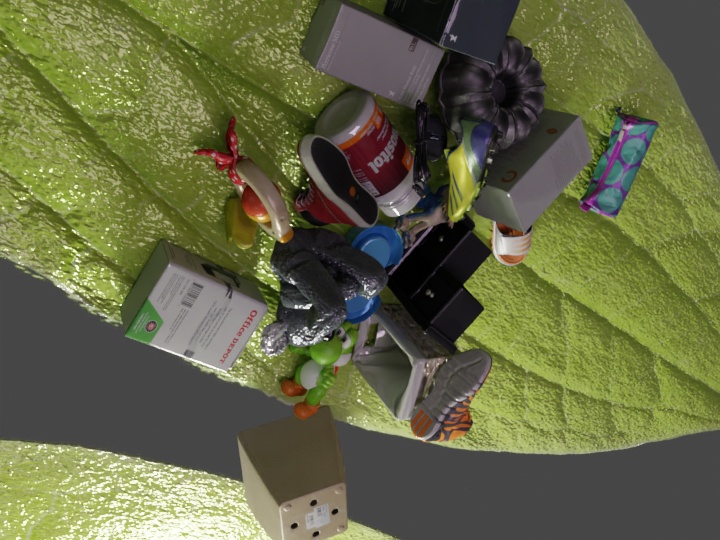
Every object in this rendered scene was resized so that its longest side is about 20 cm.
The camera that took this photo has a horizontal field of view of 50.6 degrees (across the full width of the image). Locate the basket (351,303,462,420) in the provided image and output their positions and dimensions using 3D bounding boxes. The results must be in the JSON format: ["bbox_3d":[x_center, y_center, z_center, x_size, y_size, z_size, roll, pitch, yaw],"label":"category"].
[{"bbox_3d":[0.088,0.166,1.436,0.121,0.200,0.138,-1,119,-30],"label":"basket"}]

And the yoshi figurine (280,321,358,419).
[{"bbox_3d":[-0.082,0.175,1.399,0.111,0.113,0.202,30,115,-9],"label":"yoshi figurine"}]

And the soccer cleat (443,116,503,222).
[{"bbox_3d":[0.171,-0.167,1.254,0.065,0.082,0.202,-55,166,-42],"label":"soccer cleat"}]

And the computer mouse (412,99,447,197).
[{"bbox_3d":[0.115,-0.187,1.239,0.045,0.200,0.144,3,90,9],"label":"computer mouse"}]

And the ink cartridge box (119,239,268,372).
[{"bbox_3d":[-0.275,0.064,1.267,0.198,0.084,0.147,28,104,-35],"label":"ink cartridge box"}]

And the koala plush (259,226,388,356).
[{"bbox_3d":[-0.086,0.049,1.274,0.177,0.183,0.202,-36,159,-44],"label":"koala plush"}]

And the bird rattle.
[{"bbox_3d":[-0.161,-0.127,1.175,0.112,0.162,0.203,-33,139,-27],"label":"bird rattle"}]

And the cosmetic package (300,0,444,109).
[{"bbox_3d":[0.018,-0.338,1.176,0.197,0.090,0.108,10,117,-33],"label":"cosmetic package"}]

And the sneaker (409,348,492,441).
[{"bbox_3d":[0.178,0.227,1.370,0.201,0.078,0.111,-50,141,14],"label":"sneaker"}]

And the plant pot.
[{"bbox_3d":[-0.118,0.423,1.496,0.196,0.178,0.204,-12,123,-18],"label":"plant pot"}]

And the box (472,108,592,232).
[{"bbox_3d":[0.295,-0.183,1.349,0.200,0.124,0.098,-45,129,-14],"label":"box"}]

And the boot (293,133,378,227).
[{"bbox_3d":[-0.076,-0.135,1.215,0.200,0.142,0.074,49,53,-44],"label":"boot"}]

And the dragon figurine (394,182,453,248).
[{"bbox_3d":[0.132,-0.124,1.368,0.202,0.098,0.059,-59,136,-31],"label":"dragon figurine"}]

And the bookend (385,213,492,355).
[{"bbox_3d":[0.162,0.006,1.376,0.199,0.201,0.092,-48,127,8],"label":"bookend"}]

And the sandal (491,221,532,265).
[{"bbox_3d":[0.294,-0.086,1.474,0.078,0.059,0.210,-24,126,-11],"label":"sandal"}]

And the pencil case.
[{"bbox_3d":[0.502,-0.207,1.489,0.091,0.085,0.204,-3,120,-42],"label":"pencil case"}]

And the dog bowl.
[{"bbox_3d":[0.000,0.000,1.387,0.110,0.050,0.203,13,111,-31],"label":"dog bowl"}]

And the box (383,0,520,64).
[{"bbox_3d":[0.138,-0.414,1.119,0.105,0.201,0.151,9,115,-29],"label":"box"}]

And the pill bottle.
[{"bbox_3d":[0.021,-0.186,1.249,0.113,0.113,0.200,-41,128,2],"label":"pill bottle"}]

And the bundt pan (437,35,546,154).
[{"bbox_3d":[0.229,-0.298,1.265,0.198,0.075,0.207,-2,95,-26],"label":"bundt pan"}]
